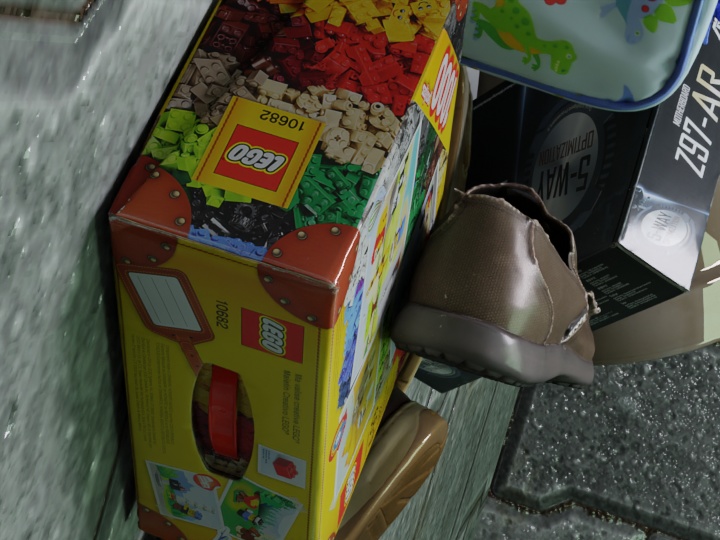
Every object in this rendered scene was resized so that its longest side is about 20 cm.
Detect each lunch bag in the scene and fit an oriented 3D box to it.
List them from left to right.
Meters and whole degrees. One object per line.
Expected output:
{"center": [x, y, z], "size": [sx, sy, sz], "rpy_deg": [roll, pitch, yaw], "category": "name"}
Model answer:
{"center": [0.090, -0.174, 0.803], "size": [0.083, 0.159, 0.202], "rpy_deg": [-57, 162, -57], "category": "lunch bag"}

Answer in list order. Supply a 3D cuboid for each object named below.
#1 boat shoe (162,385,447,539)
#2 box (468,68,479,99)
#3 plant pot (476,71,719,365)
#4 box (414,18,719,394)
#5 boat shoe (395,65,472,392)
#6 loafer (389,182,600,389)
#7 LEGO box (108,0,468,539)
{"center": [-0.051, 0.118, 0.802], "size": [0.200, 0.072, 0.072], "rpy_deg": [-48, 165, -12], "category": "boat shoe"}
{"center": [0.130, -0.157, 1.288], "size": [0.124, 0.097, 0.202], "rpy_deg": [-38, 144, -75], "category": "box"}
{"center": [0.139, -0.065, 1.127], "size": [0.200, 0.198, 0.175], "rpy_deg": [-56, 140, -60], "category": "plant pot"}
{"center": [0.099, -0.039, 0.941], "size": [0.200, 0.043, 0.161], "rpy_deg": [-28, -143, 55], "category": "box"}
{"center": [0.017, -0.017, 0.934], "size": [0.069, 0.073, 0.202], "rpy_deg": [-31, 139, -71], "category": "boat shoe"}
{"center": [0.065, 0.004, 0.765], "size": [0.200, 0.072, 0.072], "rpy_deg": [0, 107, -81], "category": "loafer"}
{"center": [-0.024, -0.004, 0.699], "size": [0.201, 0.076, 0.150], "rpy_deg": [95, 15, -55], "category": "LEGO box"}
